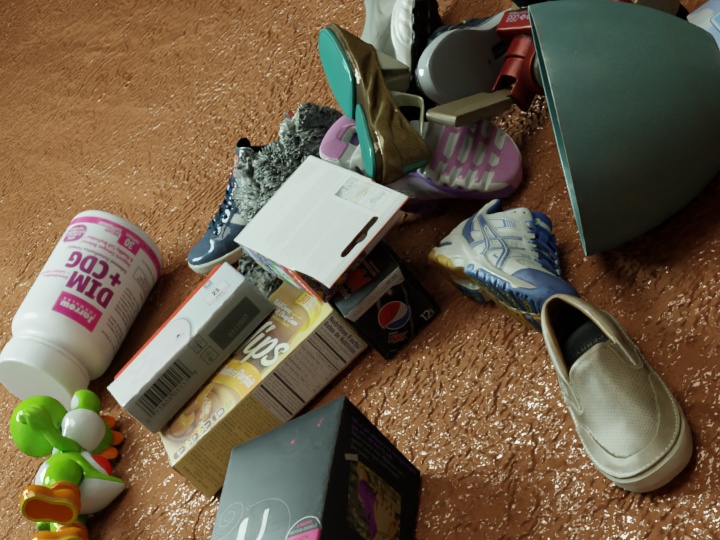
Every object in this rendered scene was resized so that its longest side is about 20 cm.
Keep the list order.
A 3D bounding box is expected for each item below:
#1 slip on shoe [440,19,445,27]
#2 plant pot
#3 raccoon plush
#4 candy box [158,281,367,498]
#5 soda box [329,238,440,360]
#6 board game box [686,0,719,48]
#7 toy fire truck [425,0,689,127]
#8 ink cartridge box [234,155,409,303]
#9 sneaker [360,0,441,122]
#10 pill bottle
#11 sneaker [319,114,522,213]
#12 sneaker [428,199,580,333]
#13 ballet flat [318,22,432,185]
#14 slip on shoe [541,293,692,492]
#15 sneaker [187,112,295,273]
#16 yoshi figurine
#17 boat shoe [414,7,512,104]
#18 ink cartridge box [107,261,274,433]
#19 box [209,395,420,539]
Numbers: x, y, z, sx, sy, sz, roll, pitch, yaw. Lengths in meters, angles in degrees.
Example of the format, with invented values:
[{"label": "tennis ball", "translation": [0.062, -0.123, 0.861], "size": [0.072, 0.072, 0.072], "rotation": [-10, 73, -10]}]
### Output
[{"label": "slip on shoe", "translation": [0.063, -0.248, 1.880], "size": [0.061, 0.074, 0.201], "rotation": [-20, 40, 24]}, {"label": "plant pot", "translation": [0.218, -0.123, 1.410], "size": [0.134, 0.201, 0.201], "rotation": [-13, 34, 6]}, {"label": "raccoon plush", "translation": [-0.051, -0.066, 1.754], "size": [0.134, 0.096, 0.201], "rotation": [-37, 52, 51]}, {"label": "candy box", "translation": [-0.094, 0.099, 1.638], "size": [0.200, 0.055, 0.115], "rotation": [-45, 27, 2]}, {"label": "soda box", "translation": [0.000, 0.000, 1.638], "size": [0.071, 0.063, 0.200], "rotation": [-43, 29, 3]}, {"label": "board game box", "translation": [0.352, -0.192, 1.456], "size": [0.151, 0.037, 0.200], "rotation": [-35, 29, 19]}, {"label": "toy fire truck", "translation": [0.168, -0.186, 1.614], "size": [0.176, 0.128, 0.201], "rotation": [6, 65, 55]}, {"label": "ink cartridge box", "translation": [-0.024, -0.032, 1.594], "size": [0.109, 0.050, 0.200], "rotation": [-49, 29, -9]}, {"label": "sneaker", "translation": [0.029, -0.184, 1.779], "size": [0.079, 0.074, 0.202], "rotation": [-2, 73, 30]}, {"label": "pill bottle", "translation": [-0.300, 0.045, 1.922], "size": [0.113, 0.113, 0.201], "rotation": [-12, 42, 45]}, {"label": "sneaker", "translation": [0.063, -0.091, 1.668], "size": [0.199, 0.089, 0.081], "rotation": [9, 53, 30]}, {"label": "sneaker", "translation": [0.128, -0.013, 1.473], "size": [0.088, 0.075, 0.200], "rotation": [-47, 29, -6]}, {"label": "ballet flat", "translation": [0.019, -0.155, 1.645], "size": [0.072, 0.068, 0.201], "rotation": [-9, 44, -13]}, {"label": "slip on shoe", "translation": [0.178, 0.082, 1.297], "size": [0.076, 0.061, 0.200], "rotation": [-37, 29, 14]}, {"label": "sneaker", "translation": [-0.119, -0.085, 1.886], "size": [0.200, 0.085, 0.075], "rotation": [-43, 28, 3]}, {"label": "yoshi figurine", "translation": [-0.301, 0.188, 1.746], "size": [0.112, 0.112, 0.200], "rotation": [-40, 25, 22]}, {"label": "boat shoe", "translation": [0.089, -0.195, 1.714], "size": [0.090, 0.071, 0.200], "rotation": [-10, 13, 37]}, {"label": "ink cartridge box", "translation": [-0.176, 0.058, 1.713], "size": [0.163, 0.057, 0.200], "rotation": [-47, 26, -5]}, {"label": "box", "translation": [-0.039, 0.214, 1.360], "size": [0.122, 0.106, 0.201], "rotation": [-27, 32, 29]}]
